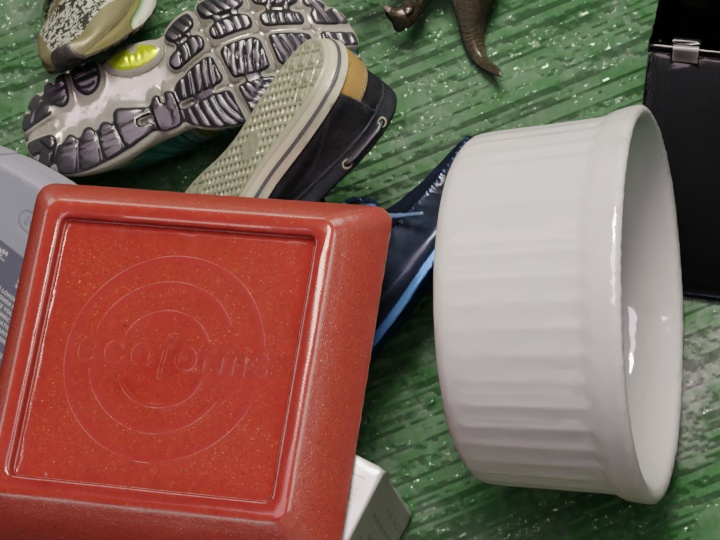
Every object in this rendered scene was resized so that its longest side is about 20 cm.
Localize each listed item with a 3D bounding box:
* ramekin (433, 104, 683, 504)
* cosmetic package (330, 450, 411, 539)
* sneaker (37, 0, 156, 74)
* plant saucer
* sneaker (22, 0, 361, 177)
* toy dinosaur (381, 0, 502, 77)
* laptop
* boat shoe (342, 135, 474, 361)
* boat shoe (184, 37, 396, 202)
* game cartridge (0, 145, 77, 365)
[{"bbox_3d":[0.103,0.018,1.179,0.097,0.201,0.202,-2,71,16],"label":"ramekin"},{"bbox_3d":[-0.057,0.186,1.190,0.081,0.113,0.201,23,78,16],"label":"cosmetic package"},{"bbox_3d":[-0.163,-0.195,1.317,0.076,0.089,0.201,-21,41,28],"label":"sneaker"},{"bbox_3d":[-0.096,0.048,1.172,0.198,0.037,0.202,5,70,14],"label":"plant saucer"},{"bbox_3d":[-0.095,-0.104,1.309,0.198,0.080,0.078,-16,80,7],"label":"sneaker"},{"bbox_3d":[0.036,-0.205,1.326,0.102,0.077,0.201,-35,67,4],"label":"toy dinosaur"},{"bbox_3d":[0.254,-0.088,1.286,0.186,0.117,0.201,8,44,11],"label":"laptop"},{"bbox_3d":[0.000,0.000,1.257,0.068,0.084,0.200,37,78,7],"label":"boat shoe"},{"bbox_3d":[-0.050,-0.039,1.259,0.200,0.062,0.075,-51,33,27],"label":"boat shoe"},{"bbox_3d":[-0.178,0.018,1.273,0.199,0.041,0.134,37,109,18],"label":"game cartridge"}]
